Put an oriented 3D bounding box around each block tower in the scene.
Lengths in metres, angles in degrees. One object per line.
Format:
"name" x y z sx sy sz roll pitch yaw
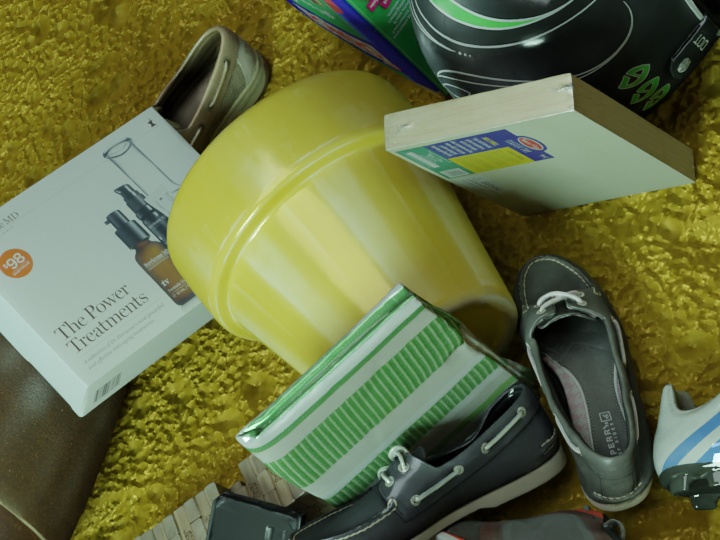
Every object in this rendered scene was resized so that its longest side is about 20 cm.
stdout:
"block tower" -0.072 0.169 1.363 0.200 0.054 0.058 -36 52 15

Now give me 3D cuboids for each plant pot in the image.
"plant pot" 0.000 0.000 1.313 0.201 0.201 0.189 -43 61 8
"plant pot" -0.252 0.087 1.459 0.186 0.187 0.200 15 63 37

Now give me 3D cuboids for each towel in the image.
"towel" 0.023 0.091 1.243 0.153 0.200 0.023 -43 56 8

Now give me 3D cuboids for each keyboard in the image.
"keyboard" -0.068 0.257 1.318 0.104 0.040 0.201 13 94 32

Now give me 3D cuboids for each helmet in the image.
"helmet" 0.130 -0.181 1.315 0.190 0.200 0.201 -29 55 22

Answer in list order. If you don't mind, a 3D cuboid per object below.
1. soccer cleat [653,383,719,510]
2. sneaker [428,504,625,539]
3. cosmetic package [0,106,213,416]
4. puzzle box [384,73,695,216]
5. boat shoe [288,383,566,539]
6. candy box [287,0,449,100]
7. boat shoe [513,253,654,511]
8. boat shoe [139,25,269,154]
"soccer cleat" 0.267 0.085 1.168 0.199 0.070 0.087 -13 62 29
"sneaker" 0.123 0.187 1.231 0.199 0.077 0.082 12 44 42
"cosmetic package" -0.178 -0.010 1.421 0.151 0.052 0.200 43 58 14
"puzzle box" 0.120 -0.078 1.261 0.133 0.200 0.026 -10 75 29
"boat shoe" 0.035 0.134 1.248 0.199 0.063 0.073 -23 16 -14
"candy box" -0.020 -0.227 1.424 0.169 0.200 0.077 34 90 40
"boat shoe" 0.144 0.058 1.257 0.067 0.057 0.201 -16 53 1
"boat shoe" -0.154 -0.104 1.541 0.071 0.064 0.200 31 87 39
